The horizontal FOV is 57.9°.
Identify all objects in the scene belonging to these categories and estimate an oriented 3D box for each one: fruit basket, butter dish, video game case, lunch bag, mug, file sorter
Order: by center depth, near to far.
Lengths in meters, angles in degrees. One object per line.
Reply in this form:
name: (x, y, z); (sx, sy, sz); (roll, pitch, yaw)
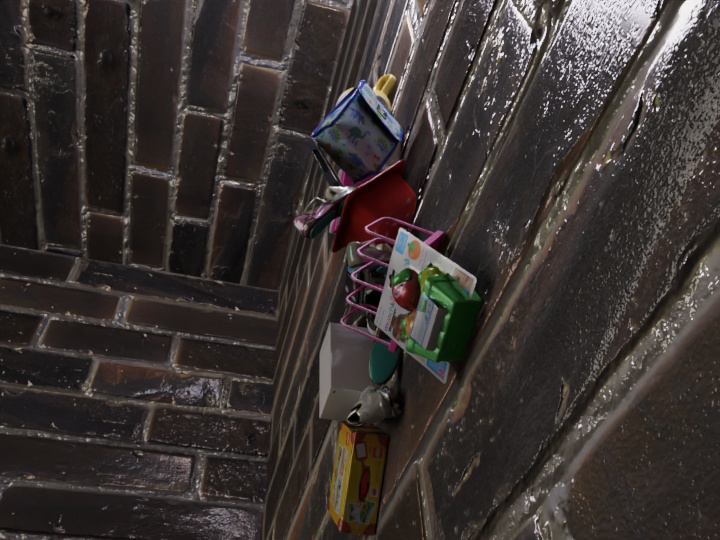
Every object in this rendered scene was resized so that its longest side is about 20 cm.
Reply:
fruit basket: (0.093, 0.053, 1.049); (0.200, 0.093, 0.187); (35, 119, 41)
file sorter: (0.055, 0.017, 1.202); (0.139, 0.124, 0.202); (-34, -38, -63)
butter dish: (0.054, -0.105, 1.415); (0.199, 0.148, 0.201); (-35, -21, -34)
video game case: (-0.054, -0.199, 1.567); (0.200, 0.025, 0.182); (54, -174, -49)
lunch bag: (0.008, -0.345, 1.592); (0.127, 0.170, 0.201); (-16, 33, 51)
mug: (0.019, -0.472, 1.861); (0.153, 0.148, 0.189); (-153, 67, -69)

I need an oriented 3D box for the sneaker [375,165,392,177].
sneaker: (0.049, -0.182, 1.613); (0.089, 0.080, 0.201); (-95, 19, -45)

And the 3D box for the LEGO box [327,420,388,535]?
LEGO box: (-0.008, 0.436, 1.390); (0.149, 0.076, 0.202); (168, 111, -77)

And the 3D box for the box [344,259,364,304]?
box: (0.000, 0.000, 1.753); (0.200, 0.045, 0.161); (-133, 49, -76)

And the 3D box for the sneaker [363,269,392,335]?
sneaker: (0.040, 0.041, 1.468); (0.091, 0.066, 0.202); (75, -166, -66)

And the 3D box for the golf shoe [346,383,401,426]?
golf shoe: (0.009, 0.285, 1.352); (0.079, 0.096, 0.200); (67, 162, 10)

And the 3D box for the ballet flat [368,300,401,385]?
ballet flat: (0.057, 0.147, 1.379); (0.072, 0.067, 0.202); (73, -158, -70)

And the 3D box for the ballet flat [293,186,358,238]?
ballet flat: (-0.067, -0.140, 1.415); (0.199, 0.071, 0.069); (-37, -23, -32)

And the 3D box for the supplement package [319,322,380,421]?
supplement package: (-0.030, 0.243, 1.545); (0.201, 0.120, 0.120); (-93, 18, -49)

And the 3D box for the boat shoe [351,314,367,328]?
boat shoe: (-0.012, 0.184, 1.702); (0.067, 0.057, 0.201); (-43, -11, -40)

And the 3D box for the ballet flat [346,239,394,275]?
ballet flat: (0.039, -0.030, 1.342); (0.067, 0.199, 0.064); (-20, 76, 30)

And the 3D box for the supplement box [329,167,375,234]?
supplement box: (-0.023, -0.204, 1.923); (0.101, 0.102, 0.202); (175, 106, -77)
